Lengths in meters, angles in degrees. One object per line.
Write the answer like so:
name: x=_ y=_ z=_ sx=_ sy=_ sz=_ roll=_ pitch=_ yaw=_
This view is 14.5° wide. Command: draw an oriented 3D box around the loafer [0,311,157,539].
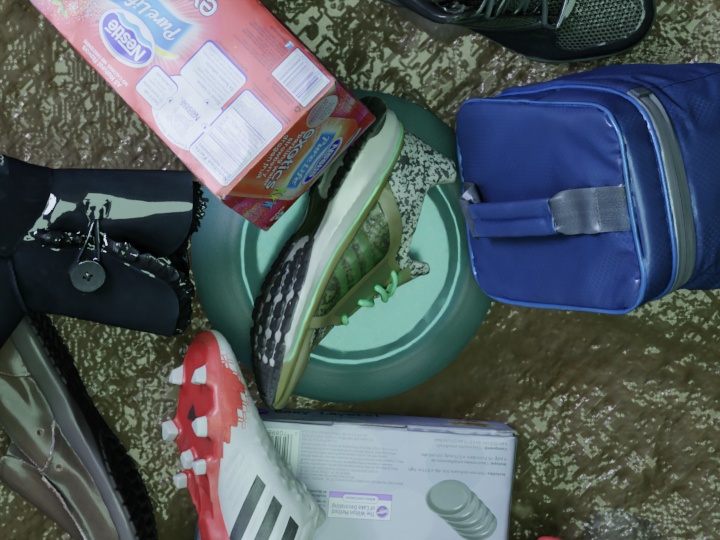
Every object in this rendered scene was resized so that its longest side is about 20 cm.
loafer: x=-0.190 y=0.118 z=1.765 sx=0.071 sy=0.073 sz=0.201 roll=-26 pitch=93 yaw=8

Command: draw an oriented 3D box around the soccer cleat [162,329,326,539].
soccer cleat: x=-0.065 y=0.134 z=1.731 sx=0.085 sy=0.069 sz=0.201 roll=-9 pitch=88 yaw=-27

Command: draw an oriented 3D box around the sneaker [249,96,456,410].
sneaker: x=0.000 y=0.000 z=1.725 sx=0.088 sy=0.077 sz=0.201 roll=23 pitch=95 yaw=-19

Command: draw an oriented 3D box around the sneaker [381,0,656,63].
sneaker: x=0.090 y=-0.171 z=1.723 sx=0.198 sy=0.114 sz=0.077 roll=18 pitch=98 yaw=-9

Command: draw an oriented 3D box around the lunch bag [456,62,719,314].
lunch bag: x=0.140 y=-0.050 z=1.701 sx=0.132 sy=0.200 sz=0.137 roll=-13 pitch=98 yaw=-33

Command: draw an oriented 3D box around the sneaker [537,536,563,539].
sneaker: x=0.108 y=0.209 z=1.763 sx=0.077 sy=0.200 sz=0.085 roll=0 pitch=87 yaw=38

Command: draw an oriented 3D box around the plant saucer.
plant saucer: x=-0.007 y=-0.013 z=1.774 sx=0.199 sy=0.036 sz=0.201 roll=-1 pitch=98 yaw=-5

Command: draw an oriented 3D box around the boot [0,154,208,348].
boot: x=-0.185 y=0.024 z=1.672 sx=0.167 sy=0.076 sz=0.201 roll=10 pitch=112 yaw=-12

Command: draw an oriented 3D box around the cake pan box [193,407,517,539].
cake pan box: x=-0.006 y=0.183 z=1.795 sx=0.199 sy=0.052 sz=0.185 roll=2 pitch=96 yaw=-6

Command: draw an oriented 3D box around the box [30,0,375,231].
box: x=-0.099 y=-0.131 z=1.681 sx=0.100 sy=0.095 sz=0.200 roll=-45 pitch=71 yaw=3
